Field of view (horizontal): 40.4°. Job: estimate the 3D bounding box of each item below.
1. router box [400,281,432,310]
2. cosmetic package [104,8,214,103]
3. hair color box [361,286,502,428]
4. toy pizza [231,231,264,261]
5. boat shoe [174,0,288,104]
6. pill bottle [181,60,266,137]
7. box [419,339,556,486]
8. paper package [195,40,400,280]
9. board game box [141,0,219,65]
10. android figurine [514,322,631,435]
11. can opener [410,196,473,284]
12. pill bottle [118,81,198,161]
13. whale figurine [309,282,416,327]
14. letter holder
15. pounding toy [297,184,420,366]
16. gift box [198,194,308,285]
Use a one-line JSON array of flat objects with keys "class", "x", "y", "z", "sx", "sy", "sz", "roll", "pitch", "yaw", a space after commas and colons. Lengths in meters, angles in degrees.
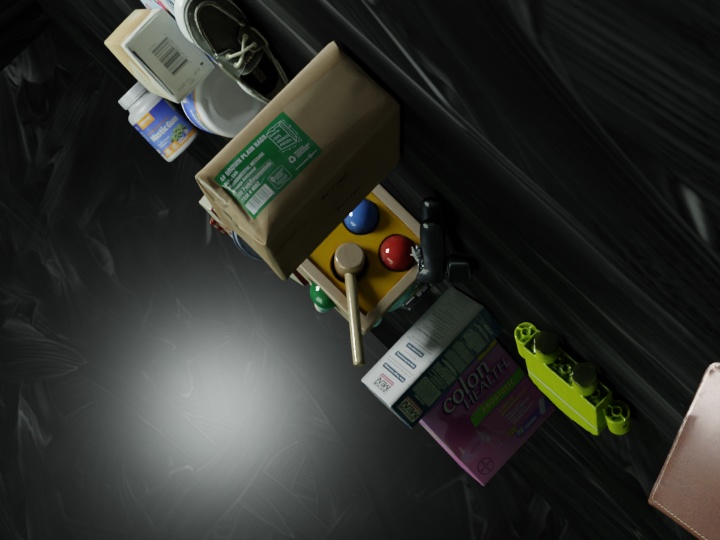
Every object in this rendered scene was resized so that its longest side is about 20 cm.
[{"class": "router box", "x": 0.032, "y": -0.009, "z": 1.678, "sx": 0.150, "sy": 0.062, "sz": 0.200, "roll": 45, "pitch": 174, "yaw": -8}, {"class": "cosmetic package", "x": -0.274, "y": -0.291, "z": 1.314, "sx": 0.105, "sy": 0.071, "sz": 0.200, "roll": 47, "pitch": 174, "yaw": -23}, {"class": "hair color box", "x": 0.105, "y": 0.126, "z": 1.447, "sx": 0.061, "sy": 0.200, "sz": 0.100, "roll": 48, "pitch": 173, "yaw": -30}, {"class": "toy pizza", "x": -0.098, "y": -0.090, "z": 1.440, "sx": 0.032, "sy": 0.199, "sz": 0.200, "roll": 61, "pitch": -175, "yaw": 37}, {"class": "boat shoe", "x": -0.145, "y": -0.270, "z": 1.181, "sx": 0.064, "sy": 0.071, "sz": 0.200, "roll": 41, "pitch": 180, "yaw": 37}, {"class": "pill bottle", "x": -0.198, "y": -0.251, "z": 1.404, "sx": 0.112, "sy": 0.112, "sz": 0.200, "roll": 47, "pitch": 173, "yaw": -20}, {"class": "box", "x": 0.183, "y": 0.210, "z": 1.589, "sx": 0.200, "sy": 0.176, "sz": 0.097, "roll": 48, "pitch": 173, "yaw": -19}, {"class": "paper package", "x": -0.057, "y": -0.109, "z": 1.024, "sx": 0.103, "sy": 0.200, "sz": 0.191, "roll": 43, "pitch": 172, "yaw": 10}, {"class": "board game box", "x": -0.247, "y": -0.369, "z": 1.224, "sx": 0.196, "sy": 0.056, "sz": 0.200, "roll": 40, "pitch": 172, "yaw": 42}, {"class": "android figurine", "x": 0.268, "y": 0.144, "z": 1.246, "sx": 0.182, "sy": 0.041, "sz": 0.200, "roll": 41, "pitch": 172, "yaw": 29}, {"class": "can opener", "x": 0.094, "y": -0.038, "z": 1.201, "sx": 0.200, "sy": 0.078, "sz": 0.064, "roll": 66, "pitch": -163, "yaw": -64}, {"class": "pill bottle", "x": -0.525, "y": -0.389, "z": 2.522, "sx": 0.200, "sy": 0.112, "sz": 0.112, "roll": 46, "pitch": 173, "yaw": -17}, {"class": "whale figurine", "x": 0.008, "y": 0.005, "z": 1.462, "sx": 0.103, "sy": 0.199, "sz": 0.160, "roll": -19, "pitch": 85, "yaw": 42}, {"class": "letter holder", "x": 0.345, "y": 0.168, "z": 0.742, "sx": 0.100, "sy": 0.143, "sz": 0.200, "roll": 11, "pitch": -166, "yaw": -33}, {"class": "pounding toy", "x": 0.000, "y": 0.000, "z": 1.330, "sx": 0.184, "sy": 0.200, "sz": 0.142, "roll": 44, "pitch": 173, "yaw": 4}, {"class": "gift box", "x": -0.138, "y": -0.120, "z": 1.593, "sx": 0.186, "sy": 0.185, "sz": 0.200, "roll": 30, "pitch": 163, "yaw": 33}]
